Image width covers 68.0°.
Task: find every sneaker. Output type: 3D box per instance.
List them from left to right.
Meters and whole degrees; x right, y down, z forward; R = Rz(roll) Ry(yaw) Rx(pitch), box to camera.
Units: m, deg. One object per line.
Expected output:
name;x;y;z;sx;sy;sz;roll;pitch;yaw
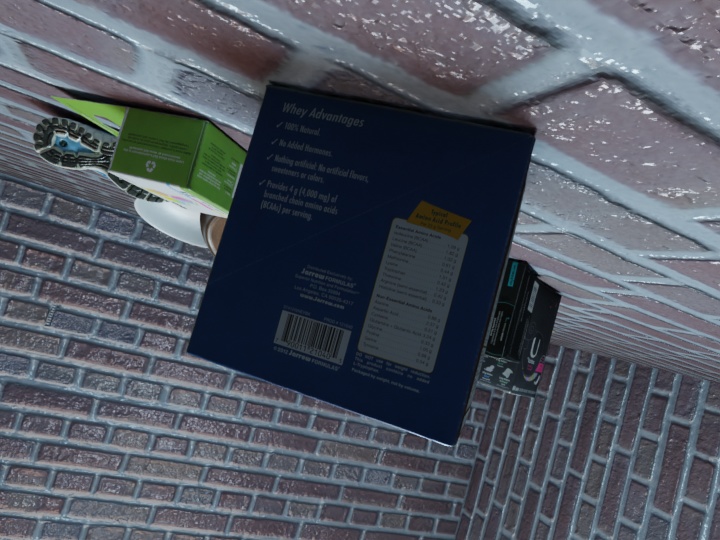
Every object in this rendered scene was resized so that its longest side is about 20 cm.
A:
sneaker;-0.341;-0.163;0.752;0.199;0.079;0.090;23;-169;-25

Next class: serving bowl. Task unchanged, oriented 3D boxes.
serving bowl;-0.310;-0.114;0.993;0.198;0.066;0.200;11;157;5

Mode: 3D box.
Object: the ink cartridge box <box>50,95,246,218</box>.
ink cartridge box;-0.236;-0.125;0.619;0.198;0.077;0.148;12;175;15

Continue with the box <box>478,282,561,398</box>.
box;0.279;0.119;0.983;0.105;0.202;0.122;12;175;41

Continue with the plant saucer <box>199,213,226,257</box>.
plant saucer;-0.185;-0.050;0.910;0.198;0.032;0.201;8;134;8

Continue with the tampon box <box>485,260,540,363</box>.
tampon box;0.171;0.052;0.881;0.199;0.151;0.126;14;175;31

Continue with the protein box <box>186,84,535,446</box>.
protein box;0.009;-0.005;0.414;0.197;0.202;0.135;15;176;15
